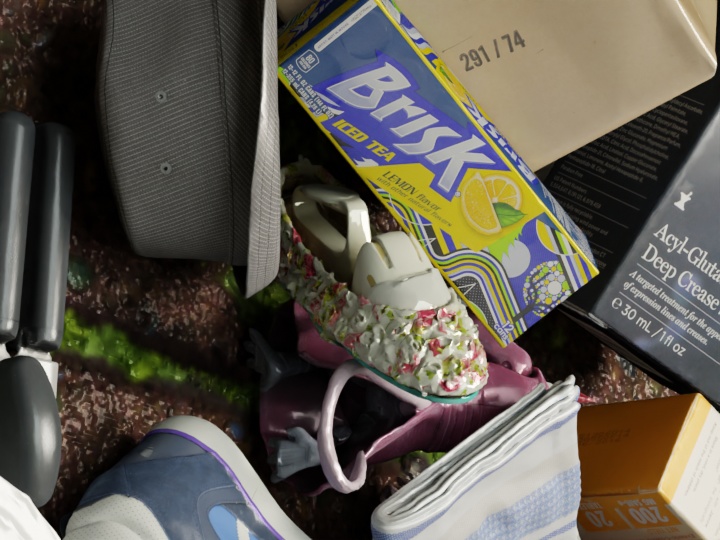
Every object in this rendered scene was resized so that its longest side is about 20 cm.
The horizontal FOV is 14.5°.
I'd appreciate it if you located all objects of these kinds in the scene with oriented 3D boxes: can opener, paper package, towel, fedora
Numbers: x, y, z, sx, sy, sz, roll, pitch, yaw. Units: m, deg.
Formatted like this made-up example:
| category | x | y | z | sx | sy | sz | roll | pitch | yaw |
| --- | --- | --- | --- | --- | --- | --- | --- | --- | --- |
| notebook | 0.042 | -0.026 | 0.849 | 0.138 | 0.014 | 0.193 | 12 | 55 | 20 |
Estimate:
| category | x | y | z | sx | sy | sz | roll | pitch | yaw |
| --- | --- | --- | --- | --- | --- | --- | --- | --- | --- |
| can opener | -0.160 | 0.020 | 1.401 | 0.053 | 0.067 | 0.202 | 14 | 74 | -41 |
| paper package | 0.070 | -0.154 | 1.545 | 0.191 | 0.199 | 0.104 | 54 | 24 | -21 |
| towel | 0.067 | 0.163 | 1.533 | 0.146 | 0.024 | 0.201 | -33 | 140 | -27 |
| fedora | -0.089 | -0.086 | 1.441 | 0.090 | 0.177 | 0.202 | -2 | 104 | -7 |

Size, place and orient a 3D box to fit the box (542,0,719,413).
| category | x | y | z | sx | sy | sz | roll | pitch | yaw |
| --- | --- | --- | --- | --- | --- | --- | --- | --- | --- |
| box | 0.201 | -0.039 | 1.632 | 0.148 | 0.107 | 0.201 | 33 | 88 | -34 |

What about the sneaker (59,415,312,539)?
| category | x | y | z | sx | sy | sz | roll | pitch | yaw |
| --- | --- | --- | --- | --- | --- | --- | --- | --- | --- |
| sneaker | -0.075 | 0.185 | 1.429 | 0.201 | 0.080 | 0.147 | 54 | 40 | -14 |

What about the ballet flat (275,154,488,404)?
| category | x | y | z | sx | sy | sz | roll | pitch | yaw |
| --- | --- | --- | --- | --- | --- | --- | --- | --- | --- |
| ballet flat | 0.000 | 0.000 | 1.472 | 0.075 | 0.200 | 0.064 | -11 | 120 | -31 |

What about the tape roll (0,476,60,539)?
| category | x | y | z | sx | sy | sz | roll | pitch | yaw |
| --- | --- | --- | --- | --- | --- | --- | --- | --- | --- |
| tape roll | -0.222 | 0.183 | 1.315 | 0.201 | 0.071 | 0.204 | 9 | 76 | -41 |

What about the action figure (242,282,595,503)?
| category | x | y | z | sx | sy | sz | roll | pitch | yaw |
| --- | --- | --- | --- | --- | --- | --- | --- | --- | --- |
| action figure | 0.042 | 0.063 | 1.529 | 0.199 | 0.149 | 0.135 | 4 | 83 | -22 |

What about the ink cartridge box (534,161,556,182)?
| category | x | y | z | sx | sy | sz | roll | pitch | yaw |
| --- | --- | --- | --- | --- | --- | --- | --- | --- | --- |
| ink cartridge box | 0.104 | -0.153 | 1.674 | 0.201 | 0.068 | 0.115 | 56 | 51 | -22 |

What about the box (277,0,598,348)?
| category | x | y | z | sx | sy | sz | roll | pitch | yaw |
| --- | --- | --- | --- | --- | --- | --- | --- | --- | --- |
| box | 0.038 | -0.061 | 1.498 | 0.200 | 0.070 | 0.064 | 50 | 9 | -17 |

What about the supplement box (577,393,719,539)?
| category | x | y | z | sx | sy | sz | roll | pitch | yaw |
| --- | --- | --- | --- | --- | --- | --- | --- | --- | --- |
| supplement box | 0.198 | 0.164 | 1.669 | 0.200 | 0.126 | 0.074 | 44 | 56 | -28 |
